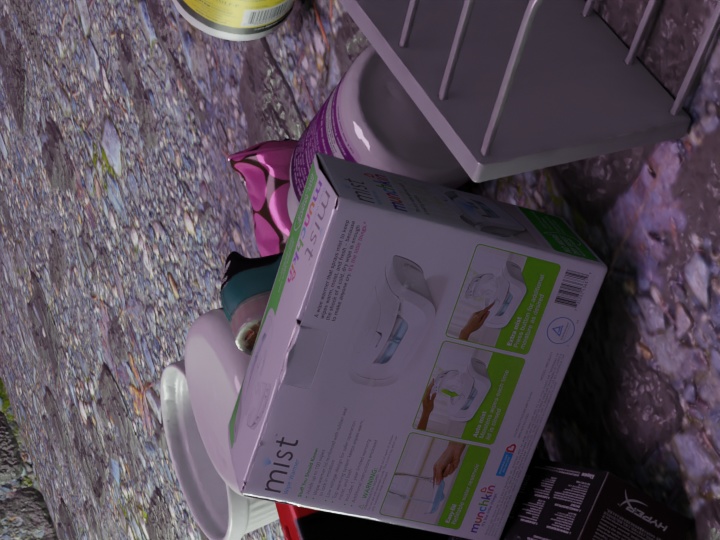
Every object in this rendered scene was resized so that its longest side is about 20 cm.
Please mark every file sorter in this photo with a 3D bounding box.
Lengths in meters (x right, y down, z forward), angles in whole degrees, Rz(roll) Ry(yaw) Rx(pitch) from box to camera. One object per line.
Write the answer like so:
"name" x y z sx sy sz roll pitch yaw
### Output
"file sorter" 0.086 -0.170 0.757 0.200 0.139 0.125 57 148 35

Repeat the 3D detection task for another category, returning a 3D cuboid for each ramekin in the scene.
"ramekin" -0.130 0.182 1.486 0.200 0.105 0.200 46 143 50

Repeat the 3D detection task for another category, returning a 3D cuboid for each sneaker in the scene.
"sneaker" 0.000 0.000 0.977 0.071 0.200 0.080 102 154 -51

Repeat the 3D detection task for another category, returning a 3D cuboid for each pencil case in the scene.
"pencil case" -0.062 -0.017 1.241 0.094 0.091 0.200 -5 99 31

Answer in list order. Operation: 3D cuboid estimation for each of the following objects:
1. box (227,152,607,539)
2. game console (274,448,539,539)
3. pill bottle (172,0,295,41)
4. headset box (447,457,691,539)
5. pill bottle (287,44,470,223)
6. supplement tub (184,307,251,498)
"box" 0.029 0.052 0.868 0.097 0.176 0.200 -114 40 -66
"game console" 0.035 0.143 0.971 0.031 0.200 0.177 -31 75 65
"pill bottle" -0.086 -0.284 1.105 0.111 0.111 0.200 66 154 21
"headset box" 0.103 0.224 0.885 0.200 0.077 0.149 -65 20 -13
"pill bottle" 0.013 -0.080 1.002 0.112 0.112 0.200 70 156 11
"supplement tub" -0.017 0.078 1.051 0.144 0.200 0.145 44 142 49
